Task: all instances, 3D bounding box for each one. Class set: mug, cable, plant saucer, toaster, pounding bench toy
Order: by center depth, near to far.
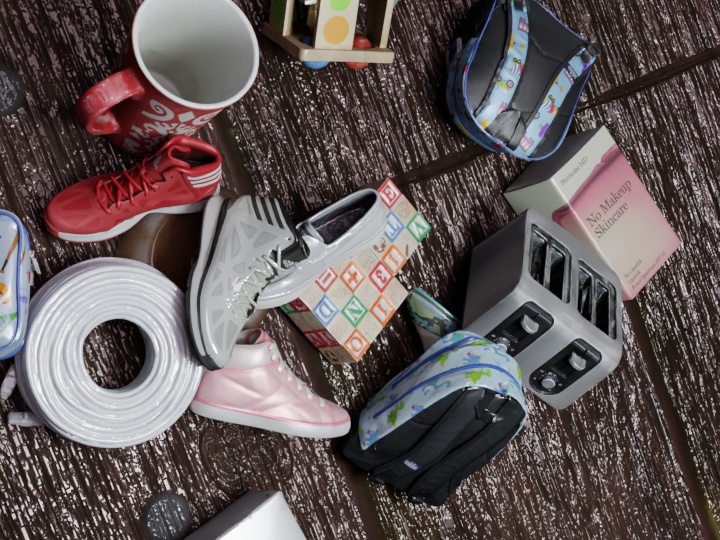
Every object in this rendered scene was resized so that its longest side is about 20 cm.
[{"bbox_3d":[-0.263,0.086,1.310,0.199,0.069,0.202,16,85,-23],"label":"cable"},{"bbox_3d":[-0.224,-0.203,1.312,0.176,0.200,0.135,0,77,-26],"label":"mug"},{"bbox_3d":[-0.178,-0.006,1.411,0.199,0.037,0.202,5,80,-28],"label":"plant saucer"},{"bbox_3d":[-0.048,-0.337,1.487,0.123,0.200,0.157,-3,116,-27],"label":"pounding bench toy"},{"bbox_3d":[0.227,0.042,1.545,0.180,0.119,0.201,37,38,-19],"label":"toaster"}]

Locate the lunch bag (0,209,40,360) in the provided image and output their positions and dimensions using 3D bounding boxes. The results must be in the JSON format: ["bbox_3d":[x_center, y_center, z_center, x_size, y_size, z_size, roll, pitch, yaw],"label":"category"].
[{"bbox_3d":[-0.419,0.009,1.222,0.198,0.076,0.162,0,81,-9],"label":"lunch bag"}]

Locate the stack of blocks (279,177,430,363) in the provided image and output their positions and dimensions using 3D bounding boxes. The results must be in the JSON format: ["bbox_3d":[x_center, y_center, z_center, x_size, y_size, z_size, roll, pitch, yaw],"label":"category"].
[{"bbox_3d":[0.000,0.000,1.491,0.115,0.058,0.200,48,61,-20],"label":"stack of blocks"}]

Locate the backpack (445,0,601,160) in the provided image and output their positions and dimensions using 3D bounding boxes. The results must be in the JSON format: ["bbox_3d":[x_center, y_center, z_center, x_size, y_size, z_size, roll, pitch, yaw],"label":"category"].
[{"bbox_3d":[0.191,-0.237,1.593,0.182,0.134,0.201,32,69,-22],"label":"backpack"}]

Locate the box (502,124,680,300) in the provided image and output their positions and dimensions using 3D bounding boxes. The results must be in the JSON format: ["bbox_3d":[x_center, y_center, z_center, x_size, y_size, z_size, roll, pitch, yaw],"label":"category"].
[{"bbox_3d":[0.309,-0.070,1.652,0.128,0.109,0.201,-43,105,-26],"label":"box"}]

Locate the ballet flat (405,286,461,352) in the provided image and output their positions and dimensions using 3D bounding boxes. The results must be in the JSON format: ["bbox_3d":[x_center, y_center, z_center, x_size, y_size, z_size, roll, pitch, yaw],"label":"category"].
[{"bbox_3d":[0.122,0.099,1.551,0.199,0.074,0.075,35,68,-17],"label":"ballet flat"}]

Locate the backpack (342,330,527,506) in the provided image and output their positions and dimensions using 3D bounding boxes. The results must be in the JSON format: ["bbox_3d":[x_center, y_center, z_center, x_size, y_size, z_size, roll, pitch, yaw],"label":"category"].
[{"bbox_3d":[0.102,0.167,1.454,0.162,0.200,0.155,30,48,-21],"label":"backpack"}]

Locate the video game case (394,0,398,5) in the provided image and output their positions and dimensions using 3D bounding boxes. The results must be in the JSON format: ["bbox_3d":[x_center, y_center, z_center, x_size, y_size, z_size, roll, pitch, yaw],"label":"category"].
[{"bbox_3d":[0.062,-0.429,1.511,0.022,0.200,0.184,11,77,-11],"label":"video game case"}]

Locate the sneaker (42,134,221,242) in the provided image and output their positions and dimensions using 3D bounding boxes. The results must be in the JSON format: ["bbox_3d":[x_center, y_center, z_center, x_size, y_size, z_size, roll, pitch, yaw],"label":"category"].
[{"bbox_3d":[-0.242,-0.099,1.324,0.199,0.116,0.079,-20,71,-22],"label":"sneaker"}]

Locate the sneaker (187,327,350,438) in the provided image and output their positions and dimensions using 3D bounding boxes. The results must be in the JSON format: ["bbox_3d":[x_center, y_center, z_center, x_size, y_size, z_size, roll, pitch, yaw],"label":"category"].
[{"bbox_3d":[-0.092,0.126,1.408,0.199,0.075,0.106,14,94,-24],"label":"sneaker"}]

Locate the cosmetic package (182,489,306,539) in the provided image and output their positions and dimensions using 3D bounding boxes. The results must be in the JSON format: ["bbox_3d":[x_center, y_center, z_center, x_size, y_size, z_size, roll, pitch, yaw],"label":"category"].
[{"bbox_3d":[-0.097,0.356,1.378,0.107,0.085,0.201,-31,98,-29],"label":"cosmetic package"}]

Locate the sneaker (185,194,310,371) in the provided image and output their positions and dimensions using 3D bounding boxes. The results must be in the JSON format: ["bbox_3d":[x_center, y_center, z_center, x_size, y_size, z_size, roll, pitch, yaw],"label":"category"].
[{"bbox_3d":[-0.116,0.006,1.319,0.076,0.114,0.202,51,38,-60],"label":"sneaker"}]

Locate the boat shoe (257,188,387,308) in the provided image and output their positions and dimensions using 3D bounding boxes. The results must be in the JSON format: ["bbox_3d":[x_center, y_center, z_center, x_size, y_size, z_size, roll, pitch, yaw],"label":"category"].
[{"bbox_3d":[-0.055,-0.028,1.397,0.199,0.069,0.072,-26,56,-14],"label":"boat shoe"}]
